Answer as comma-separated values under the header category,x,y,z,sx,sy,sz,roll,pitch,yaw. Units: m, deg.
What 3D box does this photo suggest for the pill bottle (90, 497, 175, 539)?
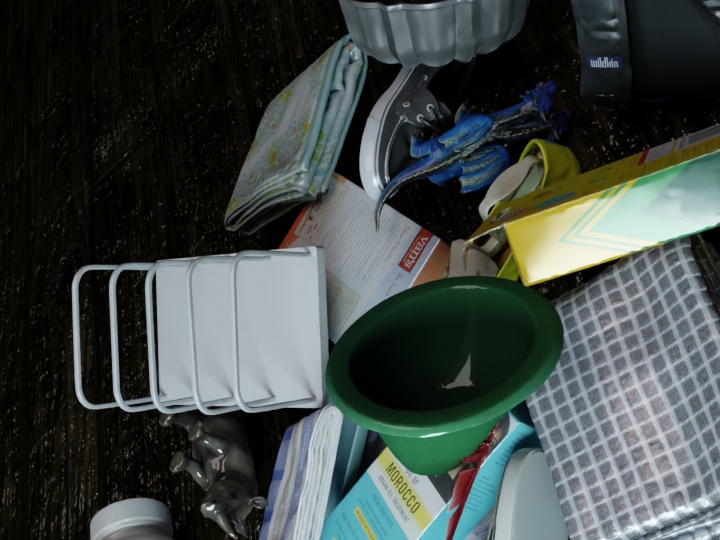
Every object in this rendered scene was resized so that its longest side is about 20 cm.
category,x,y,z,sx,sy,sz,roll,pitch,yaw
pill bottle,-0.212,0.329,0.925,0.112,0.112,0.202,-39,47,23

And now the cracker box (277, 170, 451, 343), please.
category,x,y,z,sx,sy,sz,roll,pitch,yaw
cracker box,0.000,0.000,0.930,0.135,0.057,0.200,-57,41,3

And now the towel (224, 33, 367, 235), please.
category,x,y,z,sx,sy,sz,roll,pitch,yaw
towel,-0.072,-0.144,1.041,0.170,0.048,0.203,-22,43,51

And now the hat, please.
category,x,y,z,sx,sy,sz,roll,pitch,yaw
hat,0.067,0.130,0.706,0.198,0.178,0.165,-31,34,-24

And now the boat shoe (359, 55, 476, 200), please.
category,x,y,z,sx,sy,sz,roll,pitch,yaw
boat shoe,0.063,-0.150,0.925,0.065,0.070,0.202,1,48,36

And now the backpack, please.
category,x,y,z,sx,sy,sz,roll,pitch,yaw
backpack,0.247,-0.228,0.710,0.198,0.191,0.155,4,55,45

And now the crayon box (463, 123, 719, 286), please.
category,x,y,z,sx,sy,sz,roll,pitch,yaw
crayon box,0.185,-0.046,0.701,0.197,0.127,0.052,-19,98,25

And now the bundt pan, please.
category,x,y,z,sx,sy,sz,roll,pitch,yaw
bundt pan,0.075,-0.258,0.929,0.198,0.077,0.203,-8,34,6

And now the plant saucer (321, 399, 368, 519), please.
category,x,y,z,sx,sy,sz,roll,pitch,yaw
plant saucer,-0.027,0.189,0.837,0.070,0.019,0.204,8,84,60

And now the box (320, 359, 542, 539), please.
category,x,y,z,sx,sy,sz,roll,pitch,yaw
box,0.051,0.172,0.748,0.201,0.049,0.082,-52,43,11

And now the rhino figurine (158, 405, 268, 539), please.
category,x,y,z,sx,sy,sz,roll,pitch,yaw
rhino figurine,-0.137,0.185,0.929,0.060,0.087,0.201,-48,33,12

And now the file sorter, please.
category,x,y,z,sx,sy,sz,roll,pitch,yaw
file sorter,-0.142,0.055,0.847,0.197,0.124,0.142,-4,88,33

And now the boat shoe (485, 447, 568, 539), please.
category,x,y,z,sx,sy,sz,roll,pitch,yaw
boat shoe,0.102,0.228,0.685,0.063,0.070,0.204,-3,77,47

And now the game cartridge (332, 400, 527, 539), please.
category,x,y,z,sx,sy,sz,roll,pitch,yaw
game cartridge,0.058,0.172,0.801,0.198,0.038,0.132,-30,55,30

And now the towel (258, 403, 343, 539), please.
category,x,y,z,sx,sy,sz,roll,pitch,yaw
towel,-0.059,0.196,0.834,0.200,0.023,0.150,137,146,-70

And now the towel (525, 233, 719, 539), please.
category,x,y,z,sx,sy,sz,roll,pitch,yaw
towel,0.201,0.089,0.665,0.165,0.085,0.203,-34,49,28

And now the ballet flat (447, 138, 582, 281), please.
category,x,y,z,sx,sy,sz,roll,pitch,yaw
ballet flat,0.115,-0.025,0.823,0.202,0.067,0.067,-57,40,5

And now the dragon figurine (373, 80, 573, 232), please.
category,x,y,z,sx,sy,sz,roll,pitch,yaw
dragon figurine,0.094,-0.106,0.850,0.198,0.059,0.099,-33,17,-14
